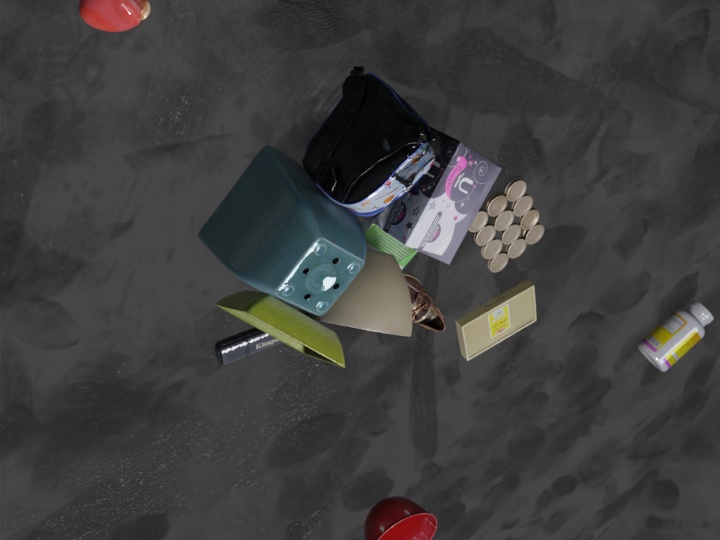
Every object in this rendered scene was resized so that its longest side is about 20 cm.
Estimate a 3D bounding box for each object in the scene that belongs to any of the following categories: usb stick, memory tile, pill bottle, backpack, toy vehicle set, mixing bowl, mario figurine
[{"bbox_3d":[-0.177,0.123,1.528,0.199,0.033,0.056,-20,133,-21],"label":"usb stick"},{"bbox_3d":[0.303,-0.092,1.699,0.153,0.017,0.200,-39,136,-2],"label":"memory tile"},{"bbox_3d":[0.870,0.176,2.250,0.200,0.104,0.104,-43,137,4],"label":"pill bottle"},{"bbox_3d":[0.012,-0.188,1.306,0.190,0.200,0.154,-42,151,3],"label":"backpack"},{"bbox_3d":[0.312,0.113,1.865,0.199,0.027,0.125,-28,136,-13],"label":"toy vehicle set"},{"bbox_3d":[0.084,0.651,2.087,0.199,0.108,0.201,-19,134,-21],"label":"mixing bowl"},{"bbox_3d":[-0.283,-0.389,1.023,0.123,0.106,0.200,40,87,-11],"label":"mario figurine"}]

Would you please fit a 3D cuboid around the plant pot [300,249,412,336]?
[{"bbox_3d":[0.004,0.032,1.438,0.199,0.200,0.136,13,87,-41],"label":"plant pot"}]

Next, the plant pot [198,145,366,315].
[{"bbox_3d":[-0.106,-0.040,1.322,0.196,0.200,0.196,-50,136,12],"label":"plant pot"}]

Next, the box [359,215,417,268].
[{"bbox_3d":[0.000,0.000,1.550,0.200,0.036,0.144,-48,136,9],"label":"box"}]

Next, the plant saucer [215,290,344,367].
[{"bbox_3d":[-0.131,0.089,1.394,0.199,0.199,0.048,31,79,-21],"label":"plant saucer"}]

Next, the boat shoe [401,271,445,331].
[{"bbox_3d":[0.115,0.071,1.659,0.072,0.072,0.200,-42,137,3],"label":"boat shoe"}]

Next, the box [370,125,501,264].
[{"bbox_3d":[0.134,-0.134,1.451,0.132,0.115,0.201,20,101,-43],"label":"box"}]
